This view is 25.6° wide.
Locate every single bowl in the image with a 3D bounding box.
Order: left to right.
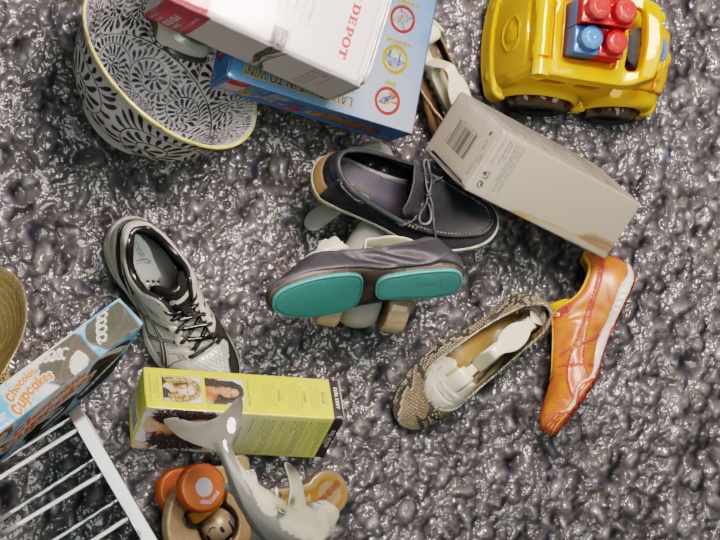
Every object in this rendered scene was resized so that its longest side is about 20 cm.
[{"bbox_3d":[-0.205,-0.173,1.508,0.200,0.094,0.202,31,37,-28],"label":"bowl"}]

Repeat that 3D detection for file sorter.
[{"bbox_3d":[-0.261,0.246,1.470,0.124,0.139,0.201,-30,96,-12],"label":"file sorter"}]

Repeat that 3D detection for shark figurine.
[{"bbox_3d":[-0.100,0.225,1.477,0.089,0.129,0.215,-27,130,21],"label":"shark figurine"}]

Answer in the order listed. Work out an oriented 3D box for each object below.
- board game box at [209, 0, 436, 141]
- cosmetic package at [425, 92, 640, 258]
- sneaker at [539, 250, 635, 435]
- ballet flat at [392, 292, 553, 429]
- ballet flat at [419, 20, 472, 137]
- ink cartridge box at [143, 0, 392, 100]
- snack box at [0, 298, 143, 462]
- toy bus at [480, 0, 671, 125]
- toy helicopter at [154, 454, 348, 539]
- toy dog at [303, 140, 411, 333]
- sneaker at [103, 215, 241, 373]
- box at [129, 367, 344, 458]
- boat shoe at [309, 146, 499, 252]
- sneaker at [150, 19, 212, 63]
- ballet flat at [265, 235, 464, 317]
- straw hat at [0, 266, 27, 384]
[{"bbox_3d":[-0.029,-0.247,1.523,0.198,0.056,0.198,15,80,-23],"label":"board game box"},{"bbox_3d":[0.174,-0.094,1.592,0.199,0.105,0.071,24,106,-32],"label":"cosmetic package"},{"bbox_3d":[0.223,0.077,1.665,0.077,0.073,0.202,21,77,8],"label":"sneaker"},{"bbox_3d":[0.118,0.090,1.619,0.199,0.075,0.068,-37,99,-14],"label":"ballet flat"},{"bbox_3d":[0.072,-0.209,1.618,0.067,0.072,0.201,-29,96,-21],"label":"ballet flat"},{"bbox_3d":[-0.075,-0.261,1.426,0.199,0.085,0.147,22,77,-20],"label":"ink cartridge box"},{"bbox_3d":[-0.291,0.114,1.435,0.037,0.116,0.200,45,49,6],"label":"snack box"},{"bbox_3d":[0.245,-0.233,1.611,0.198,0.192,0.137,6,84,-17],"label":"toy bus"},{"bbox_3d":[-0.099,0.244,1.553,0.198,0.079,0.134,-9,84,-29],"label":"toy helicopter"},{"bbox_3d":[0.002,-0.018,1.596,0.131,0.096,0.201,31,65,-10],"label":"toy dog"},{"bbox_3d":[-0.181,0.039,1.527,0.075,0.088,0.201,-37,100,-16],"label":"sneaker"},{"bbox_3d":[-0.120,0.139,1.538,0.198,0.076,0.050,4,51,-19],"label":"box"},{"bbox_3d":[0.049,-0.070,1.543,0.198,0.062,0.075,19,66,-17],"label":"boat shoe"},{"bbox_3d":[-0.154,-0.295,1.517,0.076,0.088,0.201,18,47,-38],"label":"sneaker"},{"bbox_3d":[0.000,0.000,1.505,0.198,0.073,0.074,-7,90,-17],"label":"ballet flat"},{"bbox_3d":[-0.368,0.093,1.456,0.201,0.201,0.085,-46,136,-13],"label":"straw hat"}]
